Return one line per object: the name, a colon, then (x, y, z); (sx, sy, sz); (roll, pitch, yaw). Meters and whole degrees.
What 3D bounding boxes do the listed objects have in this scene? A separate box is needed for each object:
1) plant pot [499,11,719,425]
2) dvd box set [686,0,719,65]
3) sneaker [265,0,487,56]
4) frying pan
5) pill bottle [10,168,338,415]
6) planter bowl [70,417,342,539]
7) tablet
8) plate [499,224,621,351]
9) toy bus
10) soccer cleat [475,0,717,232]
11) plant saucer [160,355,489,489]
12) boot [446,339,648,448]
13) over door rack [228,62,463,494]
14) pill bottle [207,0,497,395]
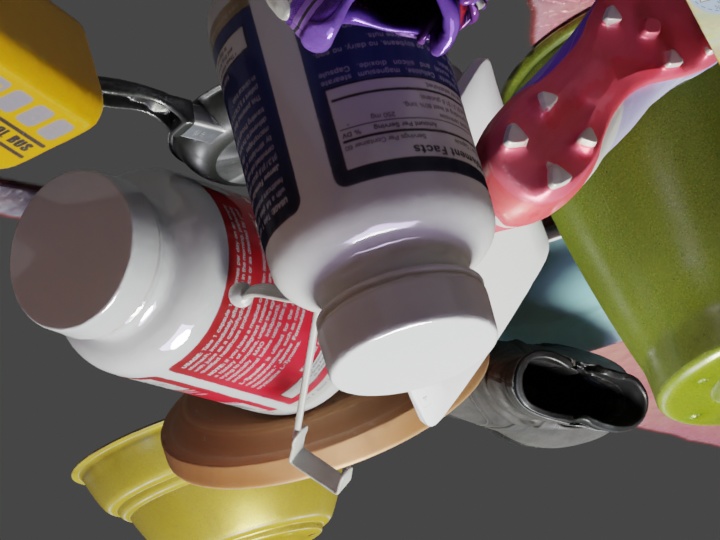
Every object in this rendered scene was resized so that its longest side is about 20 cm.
plant pot: (0.195, -0.028, 1.541); (0.200, 0.194, 0.201); (-13, 157, -6)
dvd box set: (0.230, -0.121, 1.358); (0.146, 0.029, 0.200); (-8, 123, 40)
sneaker: (0.041, -0.141, 1.315); (0.199, 0.084, 0.081); (-18, 164, -28)
frying pan: (-0.061, -0.084, 1.471); (0.115, 0.031, 0.190); (-26, 157, 20)
pill bottle: (-0.091, 0.009, 1.546); (0.112, 0.113, 0.200); (-28, 154, 27)
planter bowl: (-0.078, 0.141, 1.842); (0.200, 0.084, 0.200); (-17, 167, -4)
tablet: (0.051, -0.011, 1.516); (0.130, 0.014, 0.200); (-56, 153, -18)
plate: (0.134, 0.005, 1.789); (0.199, 0.026, 0.200); (-14, 157, -6)
toy bus: (-0.198, -0.108, 1.278); (0.078, 0.065, 0.200); (-23, 155, 17)
soccer cleat: (0.119, -0.092, 1.436); (0.200, 0.067, 0.076); (-46, -178, -31)
plant saucer: (-0.024, 0.066, 1.683); (0.200, 0.032, 0.200); (-18, -162, 6)
boot: (0.129, 0.080, 1.763); (0.200, 0.070, 0.131); (5, 180, -43)
over door rack: (0.000, 0.000, 1.522); (0.148, 0.066, 0.200); (-46, 149, -32)
pill bottle: (0.001, -0.048, 1.366); (0.111, 0.201, 0.111); (-13, 157, -6)
